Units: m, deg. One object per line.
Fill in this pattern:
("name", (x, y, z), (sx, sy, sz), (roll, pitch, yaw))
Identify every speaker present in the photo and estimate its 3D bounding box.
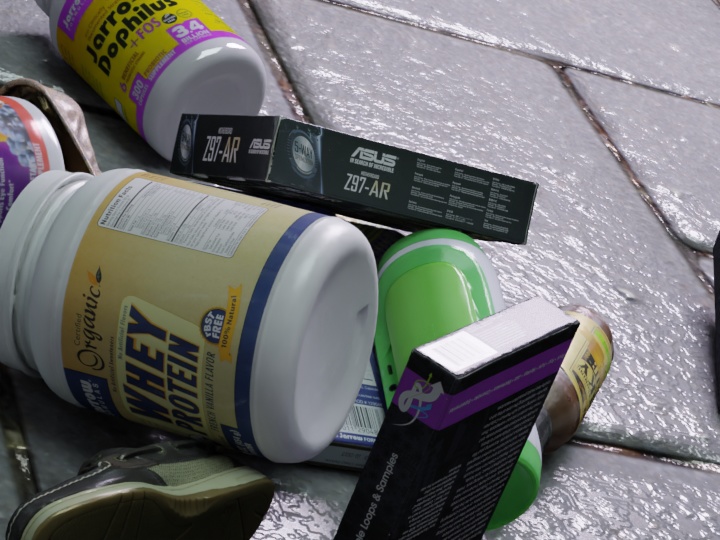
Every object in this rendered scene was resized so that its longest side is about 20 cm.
("speaker", (0.059, 0.066, 1.519), (0.088, 0.089, 0.201), (14, 39, -22))

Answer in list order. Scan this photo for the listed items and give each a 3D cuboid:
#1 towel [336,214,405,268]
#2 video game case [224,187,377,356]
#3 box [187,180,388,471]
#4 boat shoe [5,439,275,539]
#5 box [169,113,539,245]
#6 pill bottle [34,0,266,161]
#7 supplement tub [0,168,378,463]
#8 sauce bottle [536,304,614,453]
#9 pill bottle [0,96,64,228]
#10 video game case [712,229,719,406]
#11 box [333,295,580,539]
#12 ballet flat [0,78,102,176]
("towel", (0.000, 0.000, 1.673), (0.199, 0.023, 0.144), (31, 25, 8))
("video game case", (-0.096, 0.006, 1.626), (0.181, 0.023, 0.200), (0, 36, -42))
("box", (-0.051, 0.035, 1.539), (0.121, 0.032, 0.201), (11, 47, -29))
("boat shoe", (-0.128, 0.130, 1.312), (0.066, 0.072, 0.200), (33, 20, 29))
("box", (-0.006, -0.061, 1.618), (0.199, 0.044, 0.160), (13, -2, -27))
("pill bottle", (-0.165, -0.173, 1.810), (0.104, 0.105, 0.200), (-3, 37, -45))
("supplement tub", (-0.104, 0.022, 1.409), (0.199, 0.145, 0.144), (14, 21, 20))
("sauce bottle", (0.123, 0.085, 1.626), (0.064, 0.065, 0.200), (28, 27, 6))
("pill bottle", (-0.287, -0.052, 1.459), (0.199, 0.112, 0.111), (-3, 37, -44))
("video game case", (0.363, 0.053, 1.863), (0.180, 0.026, 0.200), (13, 37, -3))
("box", (0.040, 0.118, 1.327), (0.036, 0.201, 0.143), (31, 25, 22))
("ballet flat", (-0.197, -0.052, 1.564), (0.067, 0.068, 0.200), (43, 12, -48))
